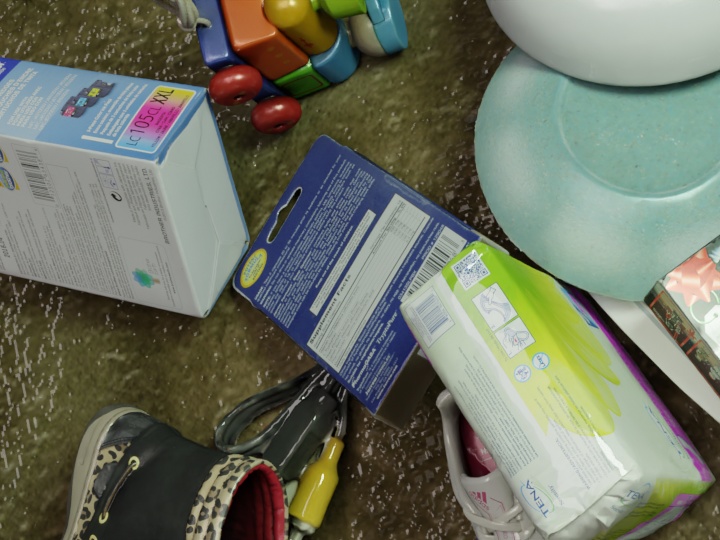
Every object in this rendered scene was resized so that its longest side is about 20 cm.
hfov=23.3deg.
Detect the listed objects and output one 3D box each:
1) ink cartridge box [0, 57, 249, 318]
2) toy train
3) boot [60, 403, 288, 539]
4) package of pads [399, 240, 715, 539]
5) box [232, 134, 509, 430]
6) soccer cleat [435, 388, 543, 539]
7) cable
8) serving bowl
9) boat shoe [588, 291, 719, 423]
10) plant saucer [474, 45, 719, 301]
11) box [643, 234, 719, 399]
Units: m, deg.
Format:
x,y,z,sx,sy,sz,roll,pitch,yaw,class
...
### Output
x,y,z,sx,sy,sz,roll,pitch,yaw,class
-0.185,-0.058,1.132,0.198,0.137,0.077,10,47,23,ink cartridge box
-0.049,-0.159,1.063,0.115,0.200,0.086,-19,74,14,toy train
-0.120,0.192,1.078,0.150,0.073,0.202,8,87,43,boot
0.113,0.075,0.953,0.068,0.200,0.155,-38,69,14,package of pads
0.000,0.000,1.075,0.122,0.032,0.200,-59,38,5,box
0.091,0.155,1.012,0.069,0.086,0.202,-26,73,17,soccer cleat
-0.018,0.080,1.108,0.097,0.050,0.201,34,83,41,cable
0.163,-0.206,1.010,0.198,0.066,0.202,-6,57,9,serving bowl
0.214,0.047,0.993,0.069,0.072,0.200,-48,58,9,boat shoe
0.164,-0.082,1.004,0.198,0.039,0.203,-1,66,3,plant saucer
0.266,0.051,0.933,0.136,0.040,0.201,-35,79,-13,box
